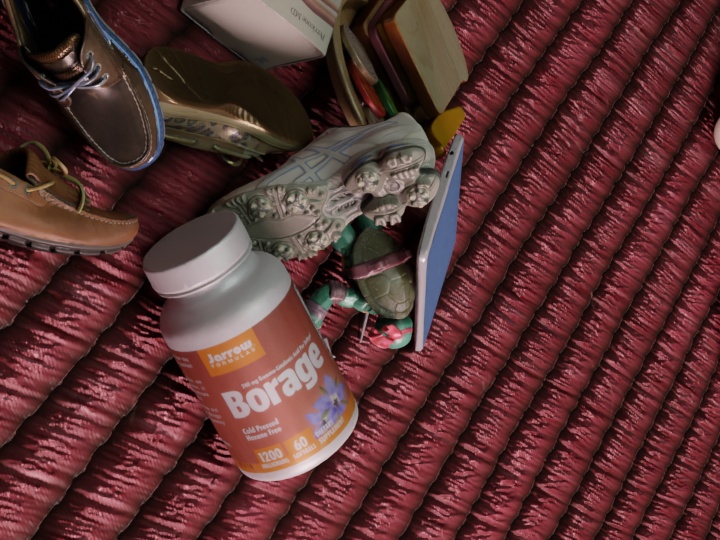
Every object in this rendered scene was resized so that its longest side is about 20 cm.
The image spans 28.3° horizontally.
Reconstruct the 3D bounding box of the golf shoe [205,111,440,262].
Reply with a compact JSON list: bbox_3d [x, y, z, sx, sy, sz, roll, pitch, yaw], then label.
[{"bbox_3d":[-0.033,-0.072,1.182,0.098,0.198,0.079,-96,167,-49],"label":"golf shoe"}]

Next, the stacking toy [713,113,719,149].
[{"bbox_3d":[0.518,-0.248,1.831,0.146,0.145,0.201,33,47,-41],"label":"stacking toy"}]

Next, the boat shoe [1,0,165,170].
[{"bbox_3d":[-0.212,-0.155,1.033,0.201,0.072,0.072,59,14,-15],"label":"boat shoe"}]

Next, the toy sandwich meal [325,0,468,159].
[{"bbox_3d":[0.040,-0.176,1.284,0.205,0.070,0.206,47,32,-42],"label":"toy sandwich meal"}]

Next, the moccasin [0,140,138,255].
[{"bbox_3d":[-0.244,-0.058,1.011,0.200,0.073,0.078,16,85,-36],"label":"moccasin"}]

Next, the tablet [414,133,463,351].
[{"bbox_3d":[0.069,-0.021,1.301,0.200,0.014,0.131,88,18,-63],"label":"tablet"}]

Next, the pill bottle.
[{"bbox_3d":[-0.090,0.059,1.135,0.112,0.112,0.201,-47,120,-38],"label":"pill bottle"}]

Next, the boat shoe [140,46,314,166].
[{"bbox_3d":[-0.118,-0.130,1.165,0.199,0.063,0.074,14,51,-49],"label":"boat shoe"}]

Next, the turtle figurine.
[{"bbox_3d":[0.000,0.000,1.252,0.149,0.100,0.201,-19,92,-56],"label":"turtle figurine"}]

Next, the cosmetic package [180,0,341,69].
[{"bbox_3d":[-0.063,-0.284,1.205,0.103,0.087,0.201,33,64,-42],"label":"cosmetic package"}]
